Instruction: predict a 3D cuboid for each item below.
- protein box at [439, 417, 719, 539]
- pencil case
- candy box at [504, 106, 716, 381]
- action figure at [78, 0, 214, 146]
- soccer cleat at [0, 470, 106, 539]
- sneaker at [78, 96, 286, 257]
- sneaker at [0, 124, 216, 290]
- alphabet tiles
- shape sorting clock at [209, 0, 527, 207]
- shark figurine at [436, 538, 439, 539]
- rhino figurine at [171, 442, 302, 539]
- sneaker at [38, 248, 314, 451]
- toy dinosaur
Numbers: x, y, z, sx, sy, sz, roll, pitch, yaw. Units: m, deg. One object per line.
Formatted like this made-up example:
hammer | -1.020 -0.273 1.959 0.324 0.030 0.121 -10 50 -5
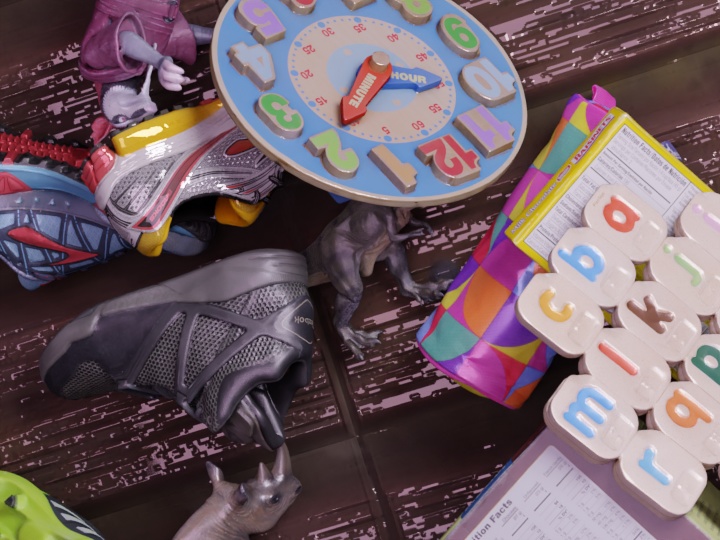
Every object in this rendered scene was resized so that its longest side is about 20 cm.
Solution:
protein box | 0.159 0.185 1.604 0.200 0.199 0.135 43 98 6
pencil case | 0.116 -0.013 1.663 0.088 0.088 0.200 34 96 7
candy box | 0.190 0.000 1.627 0.200 0.026 0.102 39 93 -24
action figure | -0.142 -0.175 1.673 0.149 0.134 0.200 21 96 12
soccer cleat | -0.172 0.190 1.691 0.200 0.081 0.068 39 99 38
sneaker | -0.070 -0.068 1.668 0.200 0.078 0.082 -25 79 -17
sneaker | -0.188 -0.032 1.730 0.200 0.079 0.096 14 115 11
alphabet tiles | 0.188 0.046 1.542 0.196 0.015 0.200 38 57 0
shape sorting clock | 0.007 -0.117 1.633 0.200 0.200 0.039 36 138 7
shark figurine | -0.023 0.246 1.637 0.214 0.128 0.090 -21 121 -15
rhino figurine | -0.092 0.196 1.702 0.087 0.060 0.200 21 97 -36
sneaker | -0.114 0.067 1.687 0.199 0.076 0.114 -18 71 23
toy dinosaur | 0.000 0.000 1.699 0.200 0.047 0.088 -35 102 26
